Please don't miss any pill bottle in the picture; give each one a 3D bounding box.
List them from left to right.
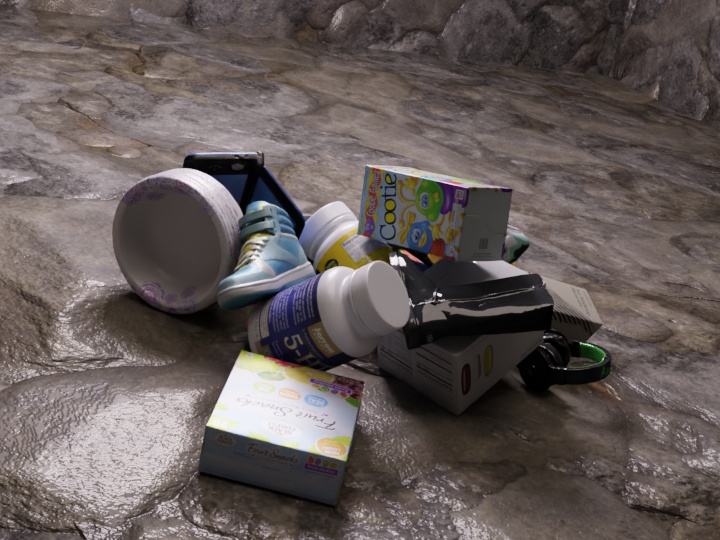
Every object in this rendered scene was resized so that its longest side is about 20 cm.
[{"bbox_3d":[-0.039,0.064,1.487,0.198,0.121,0.119,-25,0,33],"label":"pill bottle"},{"bbox_3d":[0.000,0.000,1.718,0.114,0.115,0.200,-15,58,-50],"label":"pill bottle"}]

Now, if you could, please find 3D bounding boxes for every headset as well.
[{"bbox_3d":[0.271,0.119,1.693,0.197,0.096,0.123,3,17,21],"label":"headset"}]

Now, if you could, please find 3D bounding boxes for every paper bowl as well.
[{"bbox_3d":[-0.251,-0.046,1.657,0.198,0.204,0.104,20,21,18],"label":"paper bowl"}]

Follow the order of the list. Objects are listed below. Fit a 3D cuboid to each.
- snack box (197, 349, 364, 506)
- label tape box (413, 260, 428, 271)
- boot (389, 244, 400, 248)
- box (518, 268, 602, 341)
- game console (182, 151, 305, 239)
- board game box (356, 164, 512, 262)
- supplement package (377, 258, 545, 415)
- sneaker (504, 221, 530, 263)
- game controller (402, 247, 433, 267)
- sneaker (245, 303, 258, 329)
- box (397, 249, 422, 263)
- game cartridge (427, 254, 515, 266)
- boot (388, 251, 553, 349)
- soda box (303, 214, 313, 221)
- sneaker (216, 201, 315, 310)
[{"bbox_3d":[-0.089,0.183,1.370,0.166,0.069,0.201,14,23,0],"label":"snack box"},{"bbox_3d":[0.014,0.011,1.852,0.197,0.064,0.144,20,21,17],"label":"label tape box"},{"bbox_3d":[0.047,-0.066,2.015,0.198,0.071,0.131,15,-11,-41],"label":"boot"},{"bbox_3d":[0.282,0.058,1.796,0.198,0.069,0.083,14,41,-36],"label":"box"},{"bbox_3d":[-0.186,-0.084,1.731,0.168,0.200,0.120,-3,68,-15],"label":"game console"},{"bbox_3d":[0.103,-0.083,1.629,0.104,0.105,0.198,-2,13,-45],"label":"board game box"},{"bbox_3d":[0.142,0.078,1.614,0.155,0.112,0.199,28,49,35],"label":"supplement package"},{"bbox_3d":[0.180,-0.066,1.838,0.140,0.078,0.199,50,24,16],"label":"sneaker"},{"bbox_3d":[0.124,-0.031,1.882,0.199,0.042,0.105,34,34,-14],"label":"game controller"},{"bbox_3d":[-0.098,0.066,1.669,0.083,0.077,0.200,39,27,7],"label":"sneaker"},{"bbox_3d":[0.160,0.000,1.982,0.197,0.051,0.075,0,26,-28],"label":"box"},{"bbox_3d":[0.218,0.027,1.853,0.201,0.032,0.175,53,34,12],"label":"game cartridge"},{"bbox_3d":[0.145,0.026,1.533,0.196,0.066,0.166,-11,47,-3],"label":"boot"},{"bbox_3d":[-0.121,-0.061,1.928,0.197,0.071,0.063,2,2,-27],"label":"soda box"},{"bbox_3d":[-0.148,-0.024,1.550,0.079,0.132,0.199,-22,-2,27],"label":"sneaker"}]
